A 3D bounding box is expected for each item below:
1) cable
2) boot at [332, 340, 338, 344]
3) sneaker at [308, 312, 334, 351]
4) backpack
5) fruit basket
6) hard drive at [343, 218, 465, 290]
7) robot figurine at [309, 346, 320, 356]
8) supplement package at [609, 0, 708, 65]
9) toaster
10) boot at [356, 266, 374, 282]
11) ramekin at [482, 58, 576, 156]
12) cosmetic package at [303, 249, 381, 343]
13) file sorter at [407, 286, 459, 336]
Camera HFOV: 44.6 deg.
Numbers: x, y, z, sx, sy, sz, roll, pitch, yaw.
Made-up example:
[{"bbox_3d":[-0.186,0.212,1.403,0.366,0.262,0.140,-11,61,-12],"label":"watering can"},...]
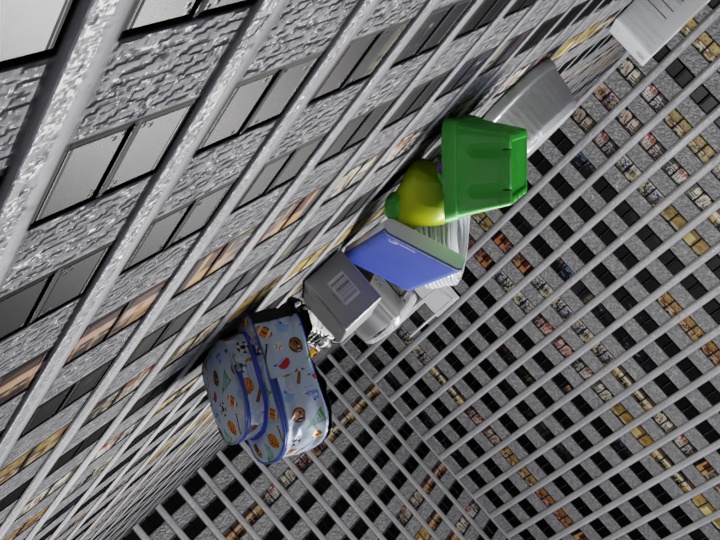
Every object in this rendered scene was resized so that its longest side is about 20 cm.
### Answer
[{"bbox_3d":[0.140,-0.071,1.470,0.068,0.205,0.200,1,-176,15],"label":"cable"},{"bbox_3d":[-0.001,0.072,2.082,0.212,0.079,0.158,-53,-173,-27],"label":"boot"},{"bbox_3d":[-0.088,0.114,1.700,0.075,0.088,0.200,-42,174,15],"label":"sneaker"},{"bbox_3d":[-0.124,0.163,1.196,0.152,0.193,0.200,-22,166,-26],"label":"backpack"},{"bbox_3d":[0.127,-0.136,1.232,0.211,0.159,0.216,-2,-169,0],"label":"fruit basket"},{"bbox_3d":[0.061,-0.019,1.334,0.026,0.130,0.200,-67,-167,-16],"label":"hard drive"},{"bbox_3d":[-0.085,0.153,2.246,0.200,0.058,0.145,-43,176,6],"label":"robot figurine"},{"bbox_3d":[0.640,-0.551,1.848,0.200,0.110,0.114,-44,176,9],"label":"supplement package"},{"bbox_3d":[0.020,0.062,1.755,0.114,0.129,0.200,-50,-173,-37],"label":"toaster"},{"bbox_3d":[0.000,0.000,1.584,0.200,0.073,0.076,-51,180,45],"label":"boot"},{"bbox_3d":[0.283,-0.258,1.510,0.202,0.094,0.202,-44,175,-4],"label":"ramekin"},{"bbox_3d":[-0.034,0.047,1.457,0.090,0.107,0.200,-42,173,-13],"label":"cosmetic package"},{"bbox_3d":[0.122,0.048,2.218,0.124,0.201,0.139,-38,174,-25],"label":"file sorter"}]
